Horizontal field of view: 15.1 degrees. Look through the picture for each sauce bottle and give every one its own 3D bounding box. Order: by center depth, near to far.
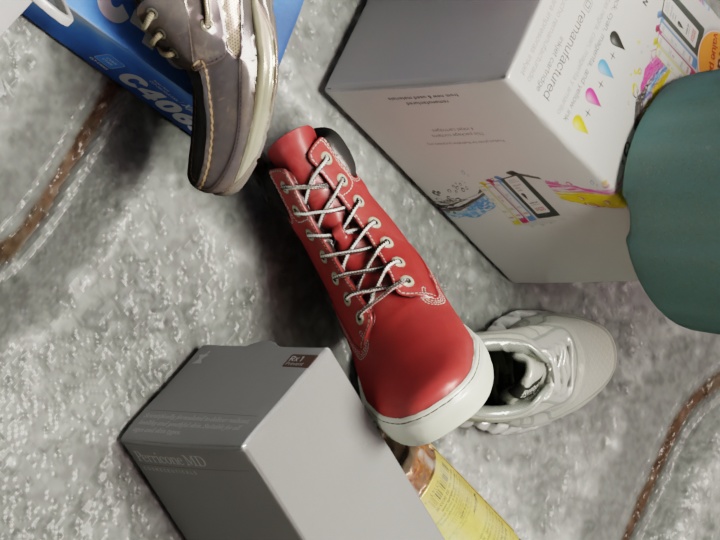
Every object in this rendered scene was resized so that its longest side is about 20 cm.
[{"bbox_3d":[0.064,0.169,1.579,0.200,0.066,0.066,48,58,-31],"label":"sauce bottle"}]

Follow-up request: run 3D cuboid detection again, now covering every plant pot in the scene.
[{"bbox_3d":[0.262,-0.037,1.489,0.200,0.196,0.201,0,90,-45],"label":"plant pot"}]

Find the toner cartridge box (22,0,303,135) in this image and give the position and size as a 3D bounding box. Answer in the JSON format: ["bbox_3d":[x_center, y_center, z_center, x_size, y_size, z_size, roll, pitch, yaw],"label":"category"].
[{"bbox_3d":[-0.121,-0.155,1.425,0.200,0.043,0.095,35,65,-38],"label":"toner cartridge box"}]

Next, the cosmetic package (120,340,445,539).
[{"bbox_3d":[-0.028,0.139,1.463,0.090,0.107,0.200,-51,120,-32],"label":"cosmetic package"}]

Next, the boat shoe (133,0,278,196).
[{"bbox_3d":[-0.082,-0.139,1.393,0.073,0.074,0.201,1,99,-15],"label":"boat shoe"}]

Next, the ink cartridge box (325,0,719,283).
[{"bbox_3d":[0.113,-0.106,1.580,0.200,0.144,0.148,43,61,-37],"label":"ink cartridge box"}]

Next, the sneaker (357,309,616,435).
[{"bbox_3d":[0.092,0.062,1.602,0.199,0.081,0.076,-7,92,-46],"label":"sneaker"}]

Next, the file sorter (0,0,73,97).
[{"bbox_3d":[-0.155,-0.201,1.258,0.139,0.125,0.200,41,97,-24],"label":"file sorter"}]

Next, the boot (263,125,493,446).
[{"bbox_3d":[0.000,0.000,1.456,0.072,0.200,0.145,-31,116,3],"label":"boot"}]
